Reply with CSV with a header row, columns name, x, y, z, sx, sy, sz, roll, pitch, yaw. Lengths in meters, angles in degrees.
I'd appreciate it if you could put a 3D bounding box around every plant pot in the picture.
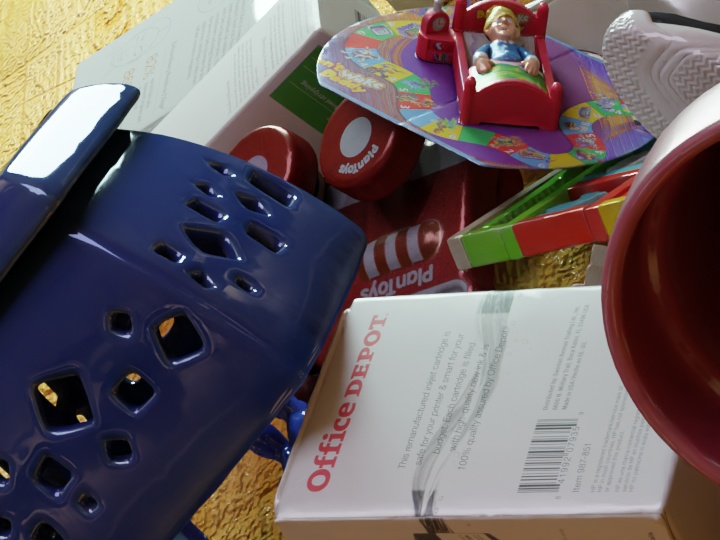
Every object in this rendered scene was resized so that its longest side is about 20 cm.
name,x,y,z,sx,sy,sz,roll,pitch,yaw
plant pot,-0.133,0.029,1.435,0.200,0.180,0.200,-50,6,23
plant pot,0.218,-0.021,1.195,0.200,0.200,0.179,-25,18,31

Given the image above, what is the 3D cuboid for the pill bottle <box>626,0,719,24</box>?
name,x,y,z,sx,sy,sz,roll,pitch,yaw
pill bottle,0.244,-0.195,1.532,0.200,0.114,0.114,-48,28,-8

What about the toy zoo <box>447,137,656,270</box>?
name,x,y,z,sx,sy,sz,roll,pitch,yaw
toy zoo,0.158,-0.048,1.485,0.200,0.020,0.131,-12,15,45

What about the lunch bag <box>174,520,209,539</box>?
name,x,y,z,sx,sy,sz,roll,pitch,yaw
lunch bag,-0.069,0.239,1.390,0.151,0.094,0.200,-46,37,-10

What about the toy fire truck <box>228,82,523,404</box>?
name,x,y,z,sx,sy,sz,roll,pitch,yaw
toy fire truck,0.000,0.000,1.606,0.200,0.112,0.168,-20,55,38

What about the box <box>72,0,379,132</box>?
name,x,y,z,sx,sy,sz,roll,pitch,yaw
box,-0.091,-0.109,1.854,0.200,0.106,0.152,-30,31,24

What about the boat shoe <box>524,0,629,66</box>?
name,x,y,z,sx,sy,sz,roll,pitch,yaw
boat shoe,0.136,-0.139,1.655,0.200,0.057,0.067,-15,79,36

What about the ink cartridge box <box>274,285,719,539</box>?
name,x,y,z,sx,sy,sz,roll,pitch,yaw
ink cartridge box,0.078,0.086,1.341,0.200,0.084,0.145,-3,46,27

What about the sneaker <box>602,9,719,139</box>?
name,x,y,z,sx,sy,sz,roll,pitch,yaw
sneaker,0.227,-0.098,1.396,0.200,0.076,0.114,24,50,14

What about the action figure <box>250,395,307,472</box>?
name,x,y,z,sx,sy,sz,roll,pitch,yaw
action figure,-0.022,0.108,1.513,0.200,0.052,0.065,-121,39,-49

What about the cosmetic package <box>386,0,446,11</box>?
name,x,y,z,sx,sy,sz,roll,pitch,yaw
cosmetic package,0.081,-0.264,1.850,0.200,0.104,0.073,-32,31,23

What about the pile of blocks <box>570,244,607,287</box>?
name,x,y,z,sx,sy,sz,roll,pitch,yaw
pile of blocks,0.088,0.055,1.470,0.200,0.082,0.062,-28,-12,10

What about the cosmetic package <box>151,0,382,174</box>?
name,x,y,z,sx,sy,sz,roll,pitch,yaw
cosmetic package,-0.053,-0.076,1.727,0.200,0.108,0.085,-46,27,24

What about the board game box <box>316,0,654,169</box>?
name,x,y,z,sx,sy,sz,roll,pitch,yaw
board game box,0.075,-0.120,1.563,0.200,0.039,0.158,28,36,33
